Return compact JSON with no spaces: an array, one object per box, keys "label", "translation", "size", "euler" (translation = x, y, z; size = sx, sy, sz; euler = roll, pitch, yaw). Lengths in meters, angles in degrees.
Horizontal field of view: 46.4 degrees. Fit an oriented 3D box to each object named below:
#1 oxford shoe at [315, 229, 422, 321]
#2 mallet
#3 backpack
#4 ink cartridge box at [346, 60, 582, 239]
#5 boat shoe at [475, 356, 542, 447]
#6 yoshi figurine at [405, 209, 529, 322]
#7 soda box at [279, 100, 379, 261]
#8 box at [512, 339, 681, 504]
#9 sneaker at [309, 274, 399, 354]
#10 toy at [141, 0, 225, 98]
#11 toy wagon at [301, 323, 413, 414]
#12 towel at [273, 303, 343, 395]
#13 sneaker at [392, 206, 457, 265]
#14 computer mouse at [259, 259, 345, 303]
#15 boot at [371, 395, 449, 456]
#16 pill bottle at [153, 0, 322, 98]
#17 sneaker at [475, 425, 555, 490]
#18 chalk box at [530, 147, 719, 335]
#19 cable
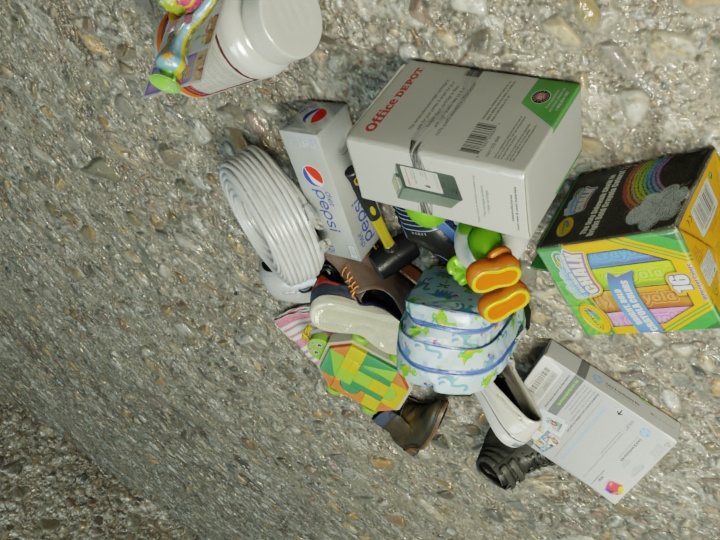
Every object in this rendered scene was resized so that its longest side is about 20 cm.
[{"label":"oxford shoe","translation":[0.000,0.000,1.172],"size":[0.198,0.073,0.072],"euler":[30,147,14]},{"label":"mallet","translation":[0.013,-0.056,1.048],"size":[0.041,0.066,0.200],"euler":[54,-176,38]},{"label":"backpack","translation":[0.116,0.069,1.022],"size":[0.160,0.201,0.156],"euler":[17,131,18]},{"label":"ink cartridge box","translation":[0.106,-0.129,0.851],"size":[0.197,0.147,0.085],"euler":[17,143,30]},{"label":"boat shoe","translation":[0.175,0.133,1.118],"size":[0.066,0.071,0.202],"euler":[-54,49,41]},{"label":"yoshi figurine","translation":[0.104,-0.043,0.911],"size":[0.110,0.202,0.113],"euler":[12,132,-30]},{"label":"soda box","translation":[-0.031,-0.112,1.073],"size":[0.063,0.068,0.202],"euler":[14,139,35]},{"label":"box","translation":[0.300,0.205,1.127],"size":[0.198,0.041,0.157],"euler":[33,132,9]},{"label":"sneaker","translation":[0.016,0.057,1.229],"size":[0.197,0.085,0.075],"euler":[22,124,-24]},{"label":"toy","translation":[-0.187,-0.289,0.896],"size":[0.114,0.204,0.047],"euler":[-1,162,44]},{"label":"toy wagon","translation":[-0.011,0.154,1.354],"size":[0.197,0.040,0.156],"euler":[27,134,1]},{"label":"towel","translation":[-0.049,0.140,1.426],"size":[0.201,0.030,0.145],"euler":[49,146,-15]},{"label":"sneaker","translation":[0.062,-0.083,1.018],"size":[0.200,0.070,0.078],"euler":[44,142,-9]},{"label":"computer mouse","translation":[-0.092,0.026,1.319],"size":[0.197,0.044,0.111],"euler":[5,136,40]},{"label":"boot","translation":[0.078,0.243,1.386],"size":[0.096,0.075,0.201],"euler":[32,148,4]},{"label":"pill bottle","translation":[-0.141,-0.267,0.955],"size":[0.198,0.110,0.110],"euler":[-3,130,45]},{"label":"sneaker","translation":[0.256,0.281,1.238],"size":[0.198,0.100,0.071],"euler":[-3,128,44]},{"label":"chalk box","translation":[0.268,-0.021,0.846],"size":[0.198,0.125,0.125],"euler":[-8,125,50]},{"label":"cable","translation":[-0.121,-0.070,1.147],"size":[0.201,0.069,0.201],"euler":[54,165,16]}]
